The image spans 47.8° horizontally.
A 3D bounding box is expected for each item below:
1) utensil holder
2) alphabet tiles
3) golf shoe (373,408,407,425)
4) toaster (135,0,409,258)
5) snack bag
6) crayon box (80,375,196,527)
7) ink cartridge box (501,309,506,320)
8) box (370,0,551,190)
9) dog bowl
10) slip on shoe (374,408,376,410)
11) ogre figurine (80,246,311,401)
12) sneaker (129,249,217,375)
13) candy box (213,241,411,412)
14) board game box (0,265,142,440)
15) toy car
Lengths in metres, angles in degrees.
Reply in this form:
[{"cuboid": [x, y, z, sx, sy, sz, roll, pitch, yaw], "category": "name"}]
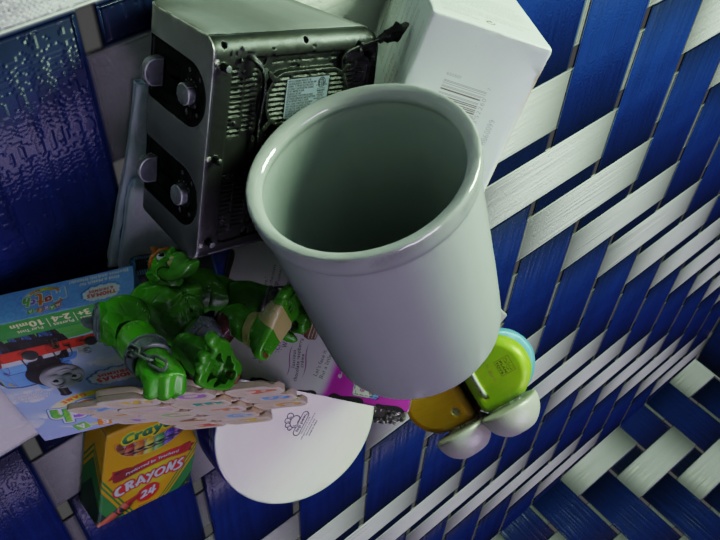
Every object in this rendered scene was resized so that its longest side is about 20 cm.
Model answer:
[{"cuboid": [0.023, -0.013, 0.638, 0.170, 0.170, 0.200, -39, 142, -15], "category": "utensil holder"}, {"cuboid": [-0.154, 0.126, 0.744, 0.195, 0.015, 0.200, -8, 161, 9], "category": "alphabet tiles"}, {"cuboid": [0.014, 0.169, 1.164, 0.200, 0.078, 0.098, -22, -130, 65], "category": "golf shoe"}, {"cuboid": [-0.081, -0.127, 0.675, 0.199, 0.119, 0.182, -19, 132, -41], "category": "toaster"}, {"cuboid": [-0.139, -0.096, 0.764, 0.188, 0.021, 0.201, -16, 138, -42], "category": "snack bag"}, {"cuboid": [-0.251, 0.194, 0.933, 0.127, 0.051, 0.201, -20, 140, -39], "category": "crayon box"}, {"cuboid": [0.130, 0.110, 1.280, 0.200, 0.084, 0.145, -50, 161, 4], "category": "ink cartridge box"}, {"cuboid": [0.074, -0.182, 0.744, 0.106, 0.200, 0.153, 14, 123, -12], "category": "box"}, {"cuboid": [-0.087, 0.159, 0.927, 0.199, 0.079, 0.201, -10, 111, -28], "category": "dog bowl"}, {"cuboid": [0.043, 0.126, 1.049, 0.200, 0.060, 0.076, -56, 156, -18], "category": "slip on shoe"}, {"cuboid": [-0.133, 0.042, 0.652, 0.200, 0.119, 0.098, -46, 148, -44], "category": "ogre figurine"}, {"cuboid": [-0.199, 0.044, 0.810, 0.082, 0.073, 0.200, -1, 140, -23], "category": "sneaker"}, {"cuboid": [-0.040, 0.050, 0.786, 0.061, 0.199, 0.137, 147, -44, -81], "category": "candy box"}, {"cuboid": [-0.255, 0.083, 0.751, 0.150, 0.037, 0.200, -13, 144, -5], "category": "board game box"}, {"cuboid": [0.160, 0.149, 1.134, 0.200, 0.176, 0.150, -35, 173, 33], "category": "toy car"}]
